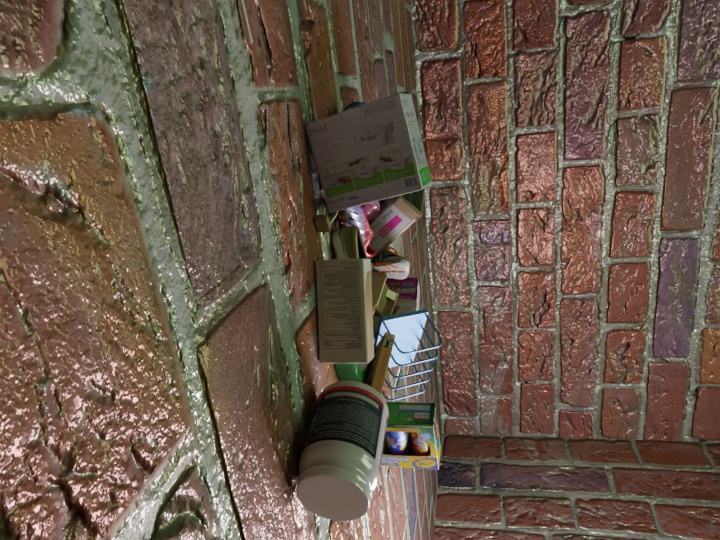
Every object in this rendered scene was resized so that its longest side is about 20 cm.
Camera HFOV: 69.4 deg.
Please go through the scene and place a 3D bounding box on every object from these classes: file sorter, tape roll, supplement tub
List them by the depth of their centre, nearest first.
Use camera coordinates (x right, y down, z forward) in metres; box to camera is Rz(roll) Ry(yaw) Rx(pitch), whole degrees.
[{"bbox_3d":[-0.029,0.309,0.913,0.201,0.138,0.142,-73,157,-54],"label":"supplement tub"},{"bbox_3d":[-0.015,0.157,1.201,0.200,0.047,0.204,-3,90,-77],"label":"tape roll"},{"bbox_3d":[0.119,0.224,1.363,0.123,0.137,0.202,-121,-149,-43],"label":"file sorter"}]

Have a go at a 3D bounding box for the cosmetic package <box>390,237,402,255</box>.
[{"bbox_3d":[0.068,-0.078,1.512,0.200,0.086,0.105,62,30,-64],"label":"cosmetic package"}]

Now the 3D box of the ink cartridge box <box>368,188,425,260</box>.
[{"bbox_3d":[0.067,-0.141,1.294,0.075,0.200,0.166,37,35,-17],"label":"ink cartridge box"}]

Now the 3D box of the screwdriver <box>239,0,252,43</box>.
[{"bbox_3d":[-0.166,-0.404,0.676,0.029,0.028,0.203,-136,-148,-66],"label":"screwdriver"}]

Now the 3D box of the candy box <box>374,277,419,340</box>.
[{"bbox_3d":[0.102,0.119,1.520,0.061,0.134,0.202,71,22,-48],"label":"candy box"}]

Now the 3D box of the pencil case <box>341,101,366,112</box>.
[{"bbox_3d":[-0.026,-0.315,1.154,0.201,0.085,0.079,-69,158,-58],"label":"pencil case"}]

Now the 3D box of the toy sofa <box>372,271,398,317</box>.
[{"bbox_3d":[0.030,0.061,1.363,0.200,0.096,0.084,52,56,-70],"label":"toy sofa"}]

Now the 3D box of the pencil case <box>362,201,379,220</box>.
[{"bbox_3d":[0.021,-0.204,1.275,0.201,0.081,0.087,-74,163,-47],"label":"pencil case"}]

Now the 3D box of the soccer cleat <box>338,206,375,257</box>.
[{"bbox_3d":[-0.005,-0.106,1.184,0.202,0.075,0.067,86,11,-46],"label":"soccer cleat"}]

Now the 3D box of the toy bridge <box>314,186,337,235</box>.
[{"bbox_3d":[-0.063,-0.151,1.091,0.068,0.027,0.202,72,20,-51],"label":"toy bridge"}]

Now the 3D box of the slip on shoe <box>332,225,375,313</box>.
[{"bbox_3d":[0.000,0.000,1.143,0.076,0.060,0.203,-14,85,-69],"label":"slip on shoe"}]

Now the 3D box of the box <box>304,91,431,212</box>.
[{"bbox_3d":[0.016,-0.224,1.001,0.097,0.197,0.179,-40,116,-65],"label":"box"}]

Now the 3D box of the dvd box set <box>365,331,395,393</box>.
[{"bbox_3d":[0.030,0.266,1.234,0.147,0.029,0.202,114,-5,-51],"label":"dvd box set"}]

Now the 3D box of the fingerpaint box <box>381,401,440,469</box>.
[{"bbox_3d":[0.095,0.412,1.299,0.074,0.197,0.169,-72,156,-54],"label":"fingerpaint box"}]

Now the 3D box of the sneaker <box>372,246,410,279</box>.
[{"bbox_3d":[0.068,-0.025,1.297,0.078,0.078,0.199,-66,-160,-10],"label":"sneaker"}]

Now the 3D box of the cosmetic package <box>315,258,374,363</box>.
[{"bbox_3d":[-0.030,0.078,1.033,0.071,0.103,0.204,-5,94,-77],"label":"cosmetic package"}]
